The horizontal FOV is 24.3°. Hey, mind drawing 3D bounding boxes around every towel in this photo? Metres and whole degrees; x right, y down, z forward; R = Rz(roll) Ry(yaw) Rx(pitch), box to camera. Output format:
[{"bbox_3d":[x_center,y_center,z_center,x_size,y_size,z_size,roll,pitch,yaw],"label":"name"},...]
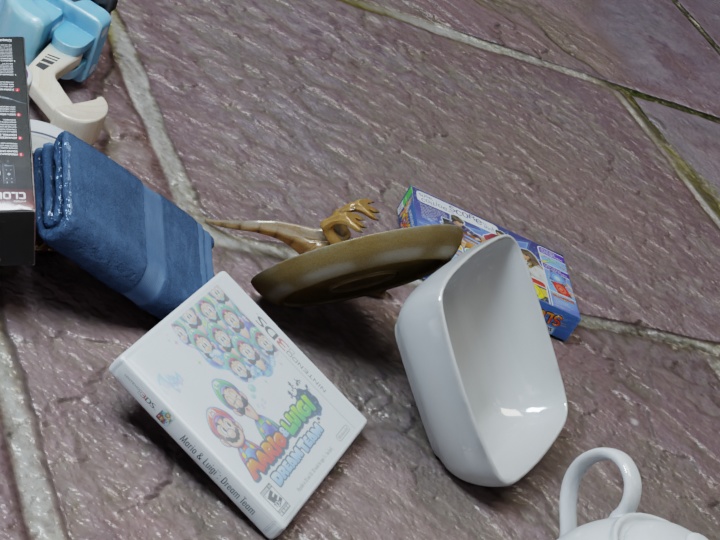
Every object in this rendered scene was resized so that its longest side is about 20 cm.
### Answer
[{"bbox_3d":[-0.196,-0.026,1.404,0.200,0.048,0.112,38,35,-46],"label":"towel"}]

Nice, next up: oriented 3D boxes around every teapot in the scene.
[{"bbox_3d":[0.229,0.261,1.331,0.199,0.147,0.197,32,27,3],"label":"teapot"}]

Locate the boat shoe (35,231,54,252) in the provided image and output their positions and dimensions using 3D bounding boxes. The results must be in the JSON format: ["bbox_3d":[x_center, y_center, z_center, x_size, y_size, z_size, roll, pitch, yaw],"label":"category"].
[{"bbox_3d":[-0.264,-0.049,1.418,0.070,0.071,0.200,40,30,20],"label":"boat shoe"}]

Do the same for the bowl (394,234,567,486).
[{"bbox_3d":[0.103,0.084,1.504,0.200,0.074,0.201,-34,108,-60],"label":"bowl"}]

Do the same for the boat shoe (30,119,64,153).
[{"bbox_3d":[-0.323,-0.086,1.420,0.199,0.072,0.066,3,40,-41],"label":"boat shoe"}]

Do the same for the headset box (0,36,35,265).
[{"bbox_3d":[-0.332,-0.085,1.310,0.148,0.075,0.201,-3,55,-13],"label":"headset box"}]

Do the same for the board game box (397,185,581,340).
[{"bbox_3d":[0.137,-0.009,1.808,0.199,0.035,0.136,24,27,-15],"label":"board game box"}]

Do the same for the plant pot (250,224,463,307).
[{"bbox_3d":[0.000,0.000,1.516,0.199,0.199,0.028,-4,78,-49],"label":"plant pot"}]

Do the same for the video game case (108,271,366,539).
[{"bbox_3d":[-0.093,0.102,1.353,0.182,0.024,0.200,47,28,-1],"label":"video game case"}]

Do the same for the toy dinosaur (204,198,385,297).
[{"bbox_3d":[-0.038,-0.025,1.606,0.199,0.106,0.061,27,33,-24],"label":"toy dinosaur"}]

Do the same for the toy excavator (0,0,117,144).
[{"bbox_3d":[-0.306,-0.216,1.653,0.194,0.100,0.200,32,40,4],"label":"toy excavator"}]

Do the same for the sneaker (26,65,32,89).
[{"bbox_3d":[-0.382,-0.132,1.441,0.199,0.100,0.075,-3,45,-13],"label":"sneaker"}]
